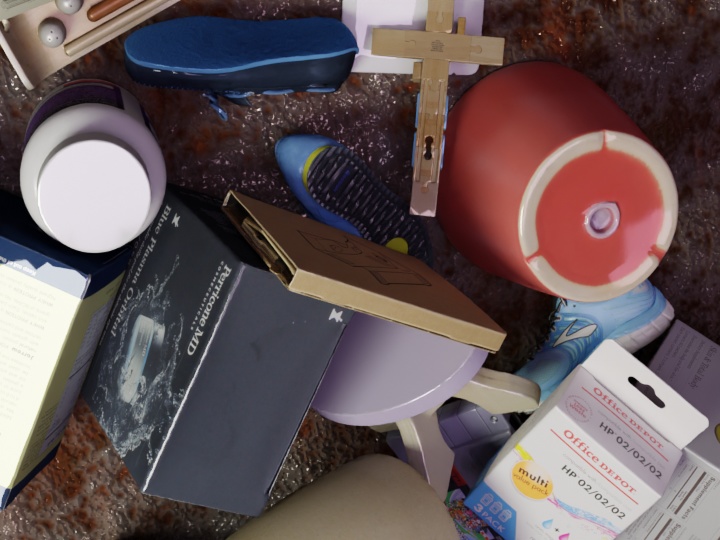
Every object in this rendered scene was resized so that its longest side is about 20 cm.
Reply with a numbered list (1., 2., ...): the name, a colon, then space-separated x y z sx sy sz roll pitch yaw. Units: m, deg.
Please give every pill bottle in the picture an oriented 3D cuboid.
1. pill bottle: -0.209 -0.081 1.015 0.110 0.200 0.113 -3 107 -12

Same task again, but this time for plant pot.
1. plant pot: -0.046 0.263 1.051 0.198 0.186 0.190 -9 111 -40
2. plant pot: 0.174 -0.067 1.122 0.197 0.177 0.204 -4 108 -13

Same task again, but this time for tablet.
1. tablet: 0.049 -0.272 1.119 0.128 0.014 0.203 -1 107 -13

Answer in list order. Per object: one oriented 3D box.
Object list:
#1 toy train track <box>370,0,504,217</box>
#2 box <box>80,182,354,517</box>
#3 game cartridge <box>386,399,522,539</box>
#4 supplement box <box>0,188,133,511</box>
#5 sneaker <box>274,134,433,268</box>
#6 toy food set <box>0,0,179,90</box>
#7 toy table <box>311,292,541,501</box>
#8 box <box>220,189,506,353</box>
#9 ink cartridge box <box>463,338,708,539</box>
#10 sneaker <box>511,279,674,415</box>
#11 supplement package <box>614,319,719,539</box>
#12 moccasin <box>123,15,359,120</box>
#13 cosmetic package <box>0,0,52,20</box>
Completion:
1. toy train track: 0.063 -0.148 1.124 0.113 0.033 0.204 5 91 3
2. box: -0.125 0.059 1.065 0.116 0.200 0.199 18 101 -34
3. game cartridge: 0.124 0.211 1.238 0.128 0.039 0.201 -25 113 26
4. supplement box: -0.318 0.045 1.035 0.197 0.134 0.202 23 101 1
5. sneaker: -0.005 -0.052 1.153 0.066 0.078 0.200 -51 129 -9
6. toy food set: -0.215 -0.256 1.036 0.198 0.060 0.145 -30 111 -4
7. toy table: 0.052 0.097 1.150 0.117 0.198 0.186 43 60 -37
8. box: 0.000 0.000 1.030 0.198 0.163 0.022 18 105 -31
9. ink cartridge box: 0.188 0.165 1.102 0.115 0.068 0.201 39 131 5
10. sneaker: 0.195 0.063 1.233 0.199 0.078 0.091 -34 92 -5
11. supplement package: 0.318 0.184 1.177 0.199 0.152 0.152 33 132 12
12. moccasin: -0.097 -0.163 1.080 0.197 0.081 0.069 -1 139 -15
13. cosmetic package: -0.286 -0.295 0.952 0.070 0.105 0.203 -21 91 -4
